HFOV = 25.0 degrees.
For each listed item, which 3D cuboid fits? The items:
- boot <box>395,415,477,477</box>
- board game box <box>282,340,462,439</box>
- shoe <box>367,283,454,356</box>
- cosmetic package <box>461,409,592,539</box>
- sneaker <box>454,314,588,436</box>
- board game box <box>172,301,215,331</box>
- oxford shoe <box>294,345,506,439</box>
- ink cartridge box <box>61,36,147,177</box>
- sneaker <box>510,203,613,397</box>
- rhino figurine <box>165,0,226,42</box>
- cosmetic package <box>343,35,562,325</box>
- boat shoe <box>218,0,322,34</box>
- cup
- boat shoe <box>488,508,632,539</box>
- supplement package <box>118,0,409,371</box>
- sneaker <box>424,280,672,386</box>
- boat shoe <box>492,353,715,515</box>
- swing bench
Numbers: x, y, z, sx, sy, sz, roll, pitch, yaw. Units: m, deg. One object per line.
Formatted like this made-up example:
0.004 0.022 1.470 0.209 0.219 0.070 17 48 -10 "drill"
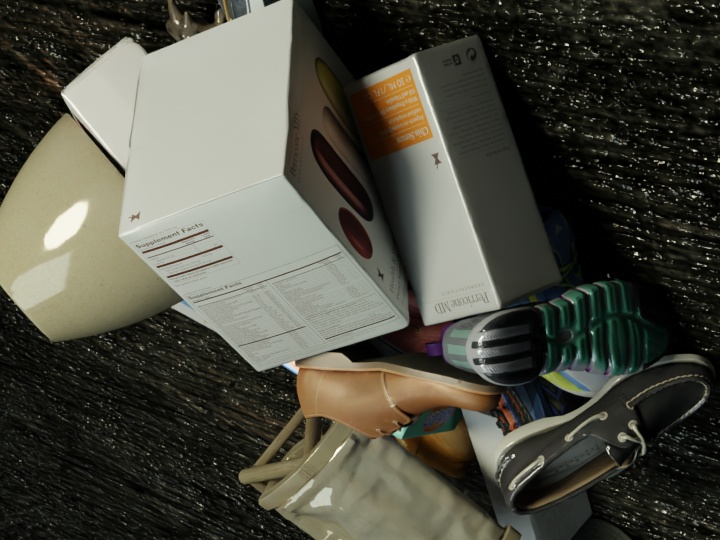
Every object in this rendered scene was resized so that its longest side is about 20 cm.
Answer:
0.037 0.116 1.577 0.201 0.071 0.144 44 156 11 "boot"
-0.012 0.077 1.432 0.200 0.045 0.152 30 -172 20 "board game box"
0.000 0.000 1.395 0.200 0.071 0.091 34 136 20 "shoe"
0.153 0.175 1.491 0.050 0.083 0.201 16 138 39 "cosmetic package"
0.127 0.055 1.395 0.201 0.078 0.075 64 154 2 "sneaker"
-0.169 0.002 1.722 0.199 0.034 0.136 26 144 30 "board game box"
0.032 0.100 1.290 0.199 0.071 0.072 2 93 40 "oxford shoe"
-0.192 -0.119 1.481 0.146 0.085 0.200 50 172 -2 "ink cartridge box"
0.150 0.014 1.310 0.200 0.076 0.105 44 149 4 "sneaker"
-0.110 -0.161 1.429 0.087 0.060 0.200 6 135 55 "rhino figurine"
0.070 -0.067 1.250 0.101 0.071 0.201 -17 94 55 "cosmetic package"
-0.087 -0.222 1.333 0.091 0.071 0.201 36 147 33 "boat shoe"
-0.254 -0.020 1.464 0.200 0.143 0.200 50 175 6 "cup"
0.207 0.281 1.567 0.202 0.074 0.065 17 146 45 "boat shoe"
-0.067 -0.065 1.279 0.147 0.192 0.200 -18 138 22 "supplement package"
0.149 0.045 1.261 0.087 0.199 0.075 3 95 56 "sneaker"
0.198 0.134 1.306 0.199 0.060 0.074 -26 126 15 "boat shoe"
0.012 0.217 1.490 0.199 0.130 0.200 39 175 -11 "swing bench"
